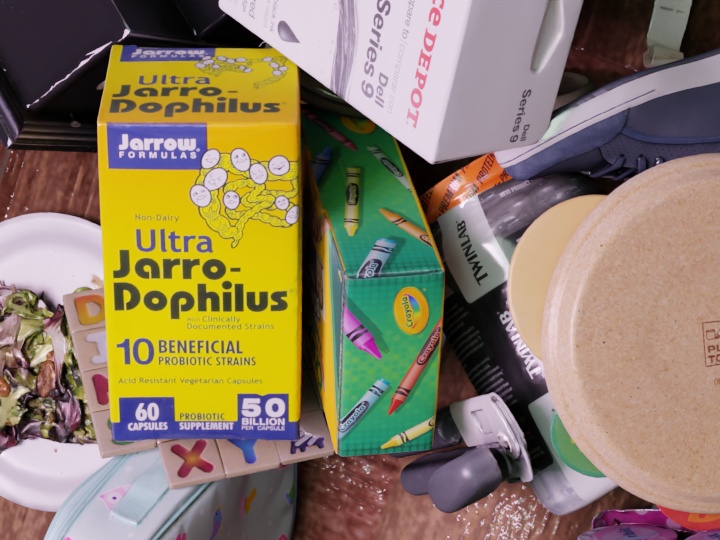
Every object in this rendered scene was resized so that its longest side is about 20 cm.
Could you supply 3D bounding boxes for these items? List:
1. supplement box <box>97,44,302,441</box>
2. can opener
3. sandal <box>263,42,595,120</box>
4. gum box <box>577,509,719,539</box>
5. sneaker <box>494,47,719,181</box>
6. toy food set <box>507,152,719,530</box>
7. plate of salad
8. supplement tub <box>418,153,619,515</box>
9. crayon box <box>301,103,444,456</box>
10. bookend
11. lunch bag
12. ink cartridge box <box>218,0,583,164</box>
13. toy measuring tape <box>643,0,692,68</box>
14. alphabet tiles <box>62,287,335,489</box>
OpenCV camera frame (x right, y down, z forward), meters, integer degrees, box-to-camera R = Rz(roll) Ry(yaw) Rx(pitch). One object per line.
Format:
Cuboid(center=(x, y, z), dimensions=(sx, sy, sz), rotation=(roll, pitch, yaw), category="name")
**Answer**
Cuboid(center=(-0.087, -0.015, 1.191), dimensions=(0.108, 0.110, 0.201), rotation=(-1, 118, -2), category="supplement box")
Cuboid(center=(0.046, 0.109, 1.228), dimensions=(0.067, 0.200, 0.054), rotation=(-27, 90, -19), category="can opener")
Cuboid(center=(0.042, -0.127, 1.262), dimensions=(0.200, 0.080, 0.058), rotation=(6, 120, 5), category="sandal")
Cuboid(center=(0.222, 0.202, 1.217), dimensions=(0.199, 0.066, 0.114), rotation=(-2, 104, 23), category="gum box")
Cuboid(center=(0.184, -0.044, 1.183), dimensions=(0.202, 0.077, 0.147), rotation=(-18, 90, -15), category="sneaker")
Cuboid(center=(0.188, 0.037, 1.136), dimensions=(0.199, 0.049, 0.199), rotation=(-22, 96, -3), category="toy food set")
Cuboid(center=(-0.211, 0.062, 1.407), dimensions=(0.199, 0.048, 0.201), rotation=(2, 95, 22), category="plate of salad")
Cuboid(center=(0.114, 0.030, 1.230), dimensions=(0.122, 0.122, 0.200), rotation=(-33, 82, 21), category="supplement tub")
Cuboid(center=(0.000, 0.000, 1.222), dimensions=(0.058, 0.200, 0.119), rotation=(-3, 122, -9), category="crayon box")
Cuboid(center=(-0.111, -0.163, 1.269), dimensions=(0.200, 0.199, 0.092), rotation=(-36, 78, 20), category="bookend")
Cuboid(center=(-0.114, 0.163, 1.285), dimensions=(0.077, 0.200, 0.161), rotation=(18, 131, 24), category="lunch bag")
Cuboid(center=(0.022, -0.169, 1.134), dimensions=(0.200, 0.084, 0.146), rotation=(39, 129, 39), category="ink cartridge box")
Cuboid(center=(0.208, -0.207, 1.200), dimensions=(0.073, 0.074, 0.201), rotation=(18, 98, 20), category="toy measuring tape")
Cuboid(center=(-0.089, 0.047, 1.289), dimensions=(0.166, 0.006, 0.200), rotation=(-11, 46, -11), category="alphabet tiles")
